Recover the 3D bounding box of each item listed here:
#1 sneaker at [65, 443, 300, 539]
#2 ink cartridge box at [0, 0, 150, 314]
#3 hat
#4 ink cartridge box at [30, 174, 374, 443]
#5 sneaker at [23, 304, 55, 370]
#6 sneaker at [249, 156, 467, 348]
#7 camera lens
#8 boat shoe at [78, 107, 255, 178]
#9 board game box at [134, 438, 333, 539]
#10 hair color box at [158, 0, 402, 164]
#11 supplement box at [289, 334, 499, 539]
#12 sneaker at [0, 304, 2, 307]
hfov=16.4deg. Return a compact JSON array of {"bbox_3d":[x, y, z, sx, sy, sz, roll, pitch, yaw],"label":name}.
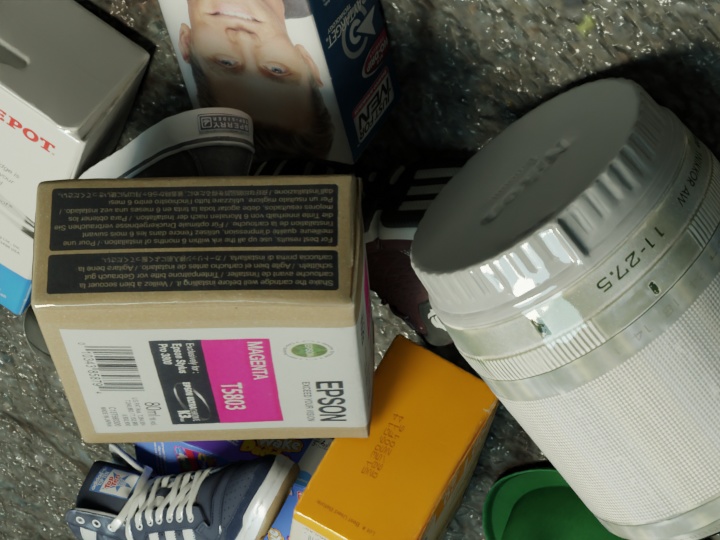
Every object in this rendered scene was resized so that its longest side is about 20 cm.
[{"bbox_3d":[-0.118,0.147,1.588,0.108,0.070,0.200,36,146,-5],"label":"sneaker"},{"bbox_3d":[-0.220,-0.087,1.470,0.146,0.084,0.200,34,144,2],"label":"ink cartridge box"},{"bbox_3d":[0.106,0.231,1.495,0.199,0.176,0.166,34,144,0],"label":"hat"},{"bbox_3d":[-0.077,0.024,1.304,0.163,0.076,0.200,0,156,3],"label":"ink cartridge box"},{"bbox_3d":[-0.122,0.025,1.546,0.199,0.075,0.080,5,121,25],"label":"sneaker"},{"bbox_3d":[0.000,0.000,1.410,0.199,0.076,0.116,2,136,35],"label":"sneaker"},{"bbox_3d":[0.140,0.025,1.257,0.159,0.160,0.200,-18,119,47],"label":"camera lens"},{"bbox_3d":[-0.107,-0.028,1.366,0.071,0.068,0.200,1,165,-27],"label":"boat shoe"},{"bbox_3d":[-0.079,0.170,1.680,0.134,0.045,0.201,20,141,18],"label":"board game box"},{"bbox_3d":[-0.052,-0.154,1.289,0.099,0.061,0.201,11,138,29],"label":"hair color box"},{"bbox_3d":[0.015,0.138,1.471,0.073,0.126,0.200,28,158,7],"label":"supplement box"},{"bbox_3d":[-0.321,-0.036,1.625,0.199,0.060,0.105,17,145,27],"label":"sneaker"}]
